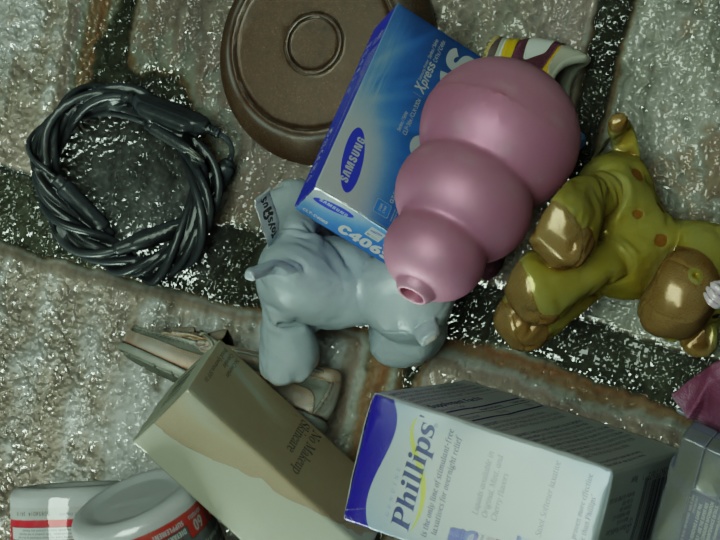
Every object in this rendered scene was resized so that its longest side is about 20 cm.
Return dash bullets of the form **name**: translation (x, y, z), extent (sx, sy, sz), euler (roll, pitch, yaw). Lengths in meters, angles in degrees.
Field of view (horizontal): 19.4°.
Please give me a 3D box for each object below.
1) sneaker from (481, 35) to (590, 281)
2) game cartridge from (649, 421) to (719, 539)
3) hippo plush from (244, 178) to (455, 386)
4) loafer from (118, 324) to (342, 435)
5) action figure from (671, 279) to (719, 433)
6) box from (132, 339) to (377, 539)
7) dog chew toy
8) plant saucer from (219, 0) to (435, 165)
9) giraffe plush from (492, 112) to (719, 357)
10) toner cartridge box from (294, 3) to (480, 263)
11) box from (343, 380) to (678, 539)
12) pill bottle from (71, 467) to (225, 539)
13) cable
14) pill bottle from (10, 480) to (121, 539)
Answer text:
- **sneaker**: translation (0.132, -0.087, 1.693), extent (0.090, 0.075, 0.200), euler (8, 91, 19)
- **game cartridge**: translation (0.282, 0.218, 1.598), extent (0.130, 0.038, 0.200), euler (28, 129, 25)
- **hippo plush**: translation (0.000, 0.000, 1.716), extent (0.160, 0.200, 0.160), euler (3, 56, 4)
- **loafer**: translation (-0.109, 0.082, 1.805), extent (0.200, 0.072, 0.063), euler (22, 80, 16)
- **action figure**: translation (0.317, 0.062, 1.544), extent (0.149, 0.134, 0.200), euler (48, 138, 15)
- **box**: translation (-0.078, 0.164, 1.723), extent (0.200, 0.095, 0.078), euler (42, 118, -8)
- **dog chew toy**: translation (0.084, -0.062, 1.587), extent (0.124, 0.125, 0.200), euler (20, 67, 22)
- **plant saucer**: translation (-0.035, -0.190, 1.785), extent (0.200, 0.034, 0.201), euler (-3, 83, 22)
- **giraffe plush**: translation (0.220, -0.004, 1.628), extent (0.162, 0.173, 0.200), euler (31, 60, 9)
- **toner cartridge box**: translation (0.028, -0.109, 1.675), extent (0.095, 0.200, 0.043), euler (30, 146, -12)
- **box**: translation (0.119, 0.165, 1.634), extent (0.200, 0.184, 0.105), euler (17, 97, 23)
- **pill bottle**: translation (-0.153, 0.275, 1.757), extent (0.116, 0.116, 0.200), euler (-14, 108, 22)
- **cable**: translation (-0.209, -0.079, 1.861), extent (0.200, 0.051, 0.163), euler (20, 101, 20)
- **pill bottle**: translation (-0.244, 0.285, 1.825), extent (0.112, 0.112, 0.200), euler (-4, 87, 23)
